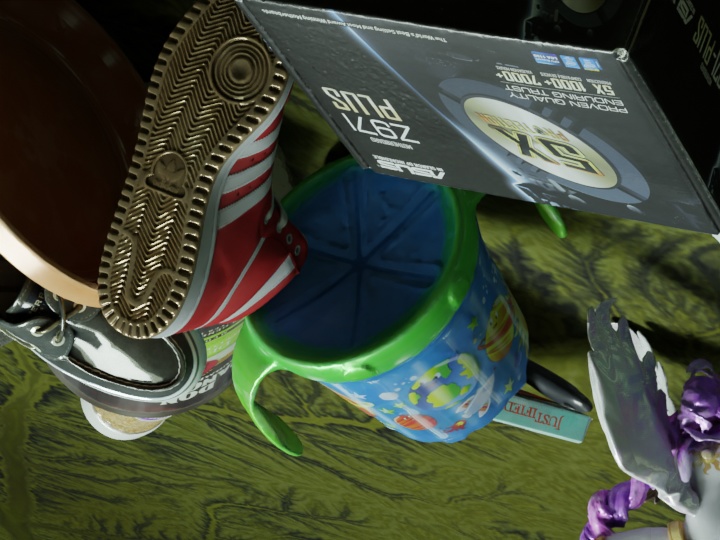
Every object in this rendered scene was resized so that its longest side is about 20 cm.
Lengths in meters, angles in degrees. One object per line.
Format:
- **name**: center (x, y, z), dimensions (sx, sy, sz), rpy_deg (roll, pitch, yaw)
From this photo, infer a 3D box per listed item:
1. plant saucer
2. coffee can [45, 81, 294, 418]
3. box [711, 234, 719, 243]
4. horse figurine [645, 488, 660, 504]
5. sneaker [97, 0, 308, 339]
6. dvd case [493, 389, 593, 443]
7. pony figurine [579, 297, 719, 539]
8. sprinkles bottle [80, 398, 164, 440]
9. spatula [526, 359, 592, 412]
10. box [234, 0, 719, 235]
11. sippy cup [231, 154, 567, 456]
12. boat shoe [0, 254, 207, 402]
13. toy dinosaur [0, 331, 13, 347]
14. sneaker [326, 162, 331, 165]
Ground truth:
- **plant saucer**: center (-0.167, -0.070, 1.431), dimensions (0.032, 0.201, 0.200), rpy_deg (-29, 132, 28)
- **coffee can**: center (-0.120, -0.009, 1.603), dimensions (0.146, 0.147, 0.200), rpy_deg (23, 161, 0)
- **box**: center (0.241, -0.008, 1.341), dimensions (0.082, 0.049, 0.200), rpy_deg (4, 154, 44)
- **horse figurine**: center (0.258, 0.144, 1.715), dimensions (0.199, 0.050, 0.133), rpy_deg (18, 180, -12)
- **sneaker**: center (-0.062, -0.060, 1.399), dimensions (0.071, 0.201, 0.112), rpy_deg (28, -169, 24)
- **dvd case**: center (0.031, 0.065, 1.697), dimensions (0.146, 0.022, 0.200), rpy_deg (16, -178, -31)
- **pony figurine**: center (0.197, 0.112, 1.544), dimensions (0.199, 0.194, 0.167), rpy_deg (-8, 171, 16)
- **sprinkles bottle**: center (-0.149, 0.075, 1.983), dimensions (0.068, 0.068, 0.200), rpy_deg (27, 160, -12)
- **spatula**: center (0.069, 0.050, 1.675), dimensions (0.200, 0.021, 0.057), rpy_deg (21, 166, 43)
- **box**: center (0.069, -0.104, 1.225), dimensions (0.199, 0.086, 0.164), rpy_deg (12, 159, 29)
- **sippy cup**: center (0.025, 0.024, 1.474), dimensions (0.177, 0.140, 0.130), rpy_deg (-12, 144, 27)
- **boat shoe**: center (-0.174, 0.012, 1.456), dimensions (0.200, 0.069, 0.057), rpy_deg (32, -168, -4)
- **toy dinosaur**: center (-0.224, 0.025, 1.568), dimensions (0.102, 0.077, 0.200), rpy_deg (-13, 169, -5)
- **sneaker**: center (0.000, 0.000, 1.605), dimensions (0.086, 0.081, 0.200), rpy_deg (14, 168, -9)
